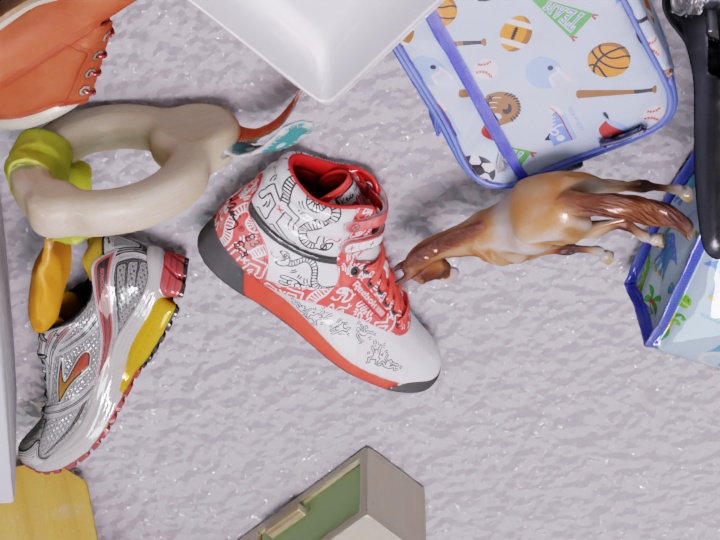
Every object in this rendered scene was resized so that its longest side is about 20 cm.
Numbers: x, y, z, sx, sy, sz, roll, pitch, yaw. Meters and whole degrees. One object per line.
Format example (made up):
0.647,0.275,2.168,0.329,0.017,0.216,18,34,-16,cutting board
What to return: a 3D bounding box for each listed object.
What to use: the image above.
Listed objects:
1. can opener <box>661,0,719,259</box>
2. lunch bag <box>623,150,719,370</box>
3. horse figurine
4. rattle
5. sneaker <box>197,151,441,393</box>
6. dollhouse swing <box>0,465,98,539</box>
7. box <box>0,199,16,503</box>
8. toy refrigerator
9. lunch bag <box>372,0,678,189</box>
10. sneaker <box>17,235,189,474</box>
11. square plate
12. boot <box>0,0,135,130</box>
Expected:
0.222,-0.106,1.190,0.078,0.063,0.200,1,84,-17,can opener
0.291,-0.024,1.289,0.170,0.127,0.200,20,111,-11,lunch bag
0.124,-0.028,1.264,0.132,0.050,0.200,4,168,-28,horse figurine
-0.119,-0.038,1.283,0.200,0.130,0.143,-16,110,-19,rattle
0.000,0.000,1.338,0.201,0.067,0.108,34,123,-19,sneaker
-0.273,0.268,1.505,0.200,0.176,0.182,-12,151,-10,dollhouse swing
-0.332,0.047,1.322,0.199,0.131,0.200,-2,127,-7,box
-0.046,0.222,1.503,0.070,0.076,0.200,38,119,-25,toy refrigerator
0.098,-0.144,1.225,0.160,0.076,0.200,-20,123,18,lunch bag
-0.193,0.055,1.385,0.082,0.078,0.200,25,114,-13,sneaker
-0.028,-0.213,1.124,0.200,0.028,0.198,36,123,-22,square plate
-0.176,-0.156,1.227,0.200,0.075,0.107,-23,133,20,boot
